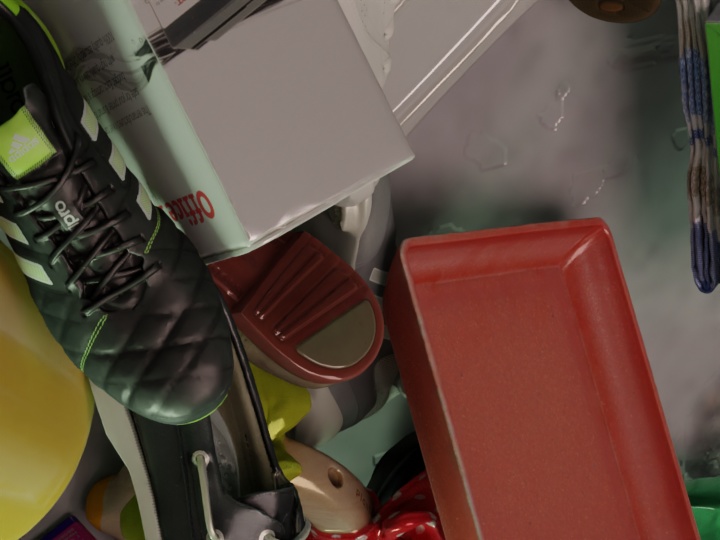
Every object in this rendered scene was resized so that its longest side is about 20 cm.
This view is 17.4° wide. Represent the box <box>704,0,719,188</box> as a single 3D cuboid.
[{"bbox_3d":[0.256,-0.078,1.207,0.177,0.096,0.201,-54,141,-47],"label":"box"}]

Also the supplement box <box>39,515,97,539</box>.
[{"bbox_3d":[-0.110,0.219,1.096,0.103,0.200,0.101,-37,127,-12],"label":"supplement box"}]

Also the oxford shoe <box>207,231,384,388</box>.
[{"bbox_3d":[-0.080,-0.017,1.062,0.200,0.075,0.070,48,65,-1],"label":"oxford shoe"}]

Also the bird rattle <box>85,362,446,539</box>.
[{"bbox_3d":[-0.040,0.113,1.142,0.200,0.163,0.113,27,52,-37],"label":"bird rattle"}]

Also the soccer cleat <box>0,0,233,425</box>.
[{"bbox_3d":[-0.117,-0.027,0.917,0.067,0.200,0.081,-32,168,3],"label":"soccer cleat"}]

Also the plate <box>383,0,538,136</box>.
[{"bbox_3d":[-0.008,-0.134,1.077,0.200,0.032,0.199,-46,129,10],"label":"plate"}]

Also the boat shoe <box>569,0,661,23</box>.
[{"bbox_3d":[0.121,-0.219,1.128,0.068,0.072,0.201,-53,143,-42],"label":"boat shoe"}]

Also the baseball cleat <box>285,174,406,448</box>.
[{"bbox_3d":[0.000,0.000,1.141,0.106,0.070,0.200,-20,144,-32],"label":"baseball cleat"}]

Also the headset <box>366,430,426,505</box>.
[{"bbox_3d":[0.067,0.117,1.227,0.094,0.123,0.201,-2,97,-60],"label":"headset"}]

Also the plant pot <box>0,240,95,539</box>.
[{"bbox_3d":[-0.213,0.038,0.961,0.201,0.201,0.189,-55,143,1],"label":"plant pot"}]

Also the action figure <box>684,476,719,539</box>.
[{"bbox_3d":[0.150,0.151,1.327,0.199,0.055,0.118,8,109,-28],"label":"action figure"}]

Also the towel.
[{"bbox_3d":[0.196,-0.104,1.216,0.147,0.024,0.201,-52,140,-47],"label":"towel"}]

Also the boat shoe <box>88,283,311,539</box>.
[{"bbox_3d":[-0.056,0.101,0.995,0.060,0.076,0.201,-24,89,20],"label":"boat shoe"}]

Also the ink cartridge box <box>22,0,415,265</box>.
[{"bbox_3d":[-0.077,-0.107,0.950,0.084,0.145,0.200,-28,96,-20],"label":"ink cartridge box"}]

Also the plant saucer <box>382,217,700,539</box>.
[{"bbox_3d":[0.086,0.079,1.144,0.199,0.037,0.201,-7,79,-55],"label":"plant saucer"}]

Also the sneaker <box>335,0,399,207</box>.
[{"bbox_3d":[-0.003,-0.128,1.006,0.088,0.075,0.201,-20,111,-25],"label":"sneaker"}]
